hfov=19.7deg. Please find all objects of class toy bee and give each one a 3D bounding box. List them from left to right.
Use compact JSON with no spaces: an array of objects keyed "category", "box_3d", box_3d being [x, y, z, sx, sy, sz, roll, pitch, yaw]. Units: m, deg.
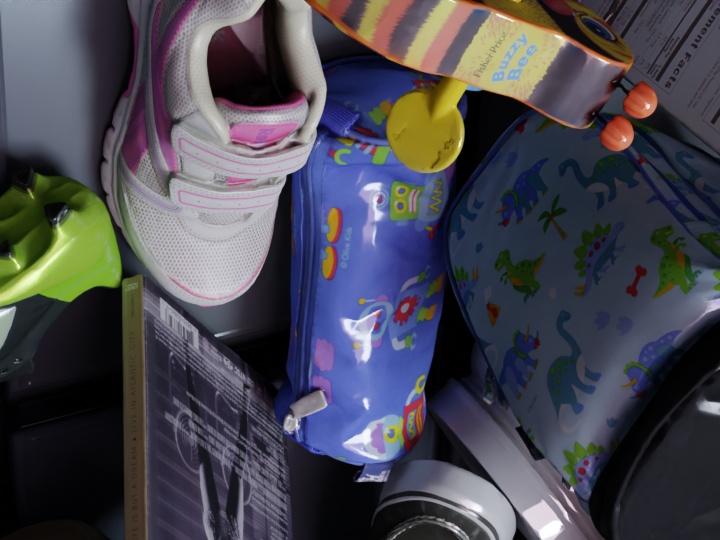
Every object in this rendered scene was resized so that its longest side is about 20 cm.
[{"category":"toy bee","box_3d":[0.073,-0.101,0.863,0.199,0.109,0.131,-15,138,-31]}]

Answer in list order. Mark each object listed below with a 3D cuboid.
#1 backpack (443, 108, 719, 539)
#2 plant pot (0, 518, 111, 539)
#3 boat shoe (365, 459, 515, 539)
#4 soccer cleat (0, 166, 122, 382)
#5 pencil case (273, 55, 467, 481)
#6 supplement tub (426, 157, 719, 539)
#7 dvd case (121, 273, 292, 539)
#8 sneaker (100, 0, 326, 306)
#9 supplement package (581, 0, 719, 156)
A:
[{"category":"backpack","box_3d":[0.125,0.014,0.925,0.153,0.200,0.163,22,121,-22]},{"category":"plant pot","box_3d":[-0.134,0.221,1.003,0.200,0.200,0.175,-34,114,-7]},{"category":"boat shoe","box_3d":[0.027,0.163,1.065,0.200,0.070,0.064,110,5,-58]},{"category":"soccer cleat","box_3d":[-0.190,0.035,0.908,0.200,0.068,0.081,-34,142,-9]},{"category":"pencil case","box_3d":[0.000,0.000,0.989,0.087,0.078,0.201,-26,133,-43]},{"category":"supplement tub","box_3d":[0.149,0.054,1.073,0.200,0.145,0.146,-38,132,-4]},{"category":"dvd case","box_3d":[-0.067,0.121,0.948,0.016,0.201,0.149,-16,149,19]},{"category":"sneaker","box_3d":[-0.062,-0.064,0.902,0.081,0.088,0.201,-14,127,-23]},{"category":"supplement package","box_3d":[0.229,-0.108,0.976,0.151,0.200,0.151,25,105,-41]}]
